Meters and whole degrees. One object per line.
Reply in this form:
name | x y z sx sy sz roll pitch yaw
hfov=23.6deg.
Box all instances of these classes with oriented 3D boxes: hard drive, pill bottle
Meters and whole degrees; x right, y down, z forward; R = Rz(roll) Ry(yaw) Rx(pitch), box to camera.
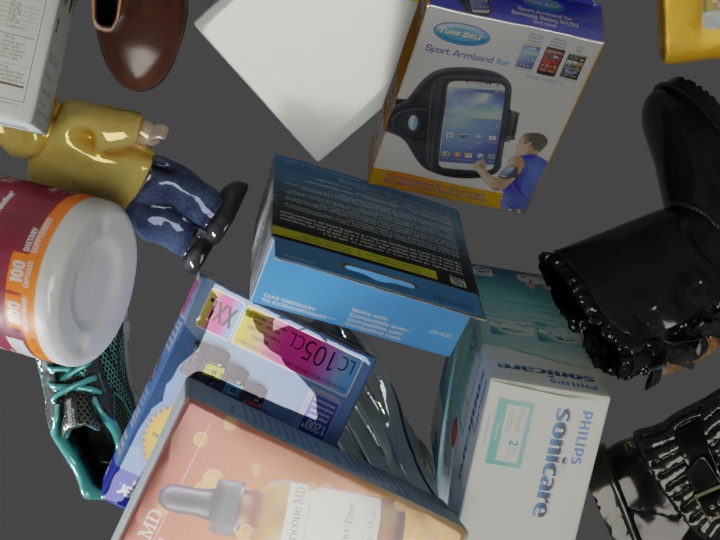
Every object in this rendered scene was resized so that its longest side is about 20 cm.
hard drive | 0.003 -0.187 1.178 0.200 0.026 0.132 -39 108 13
pill bottle | -0.262 -0.012 1.163 0.199 0.114 0.115 13 113 19

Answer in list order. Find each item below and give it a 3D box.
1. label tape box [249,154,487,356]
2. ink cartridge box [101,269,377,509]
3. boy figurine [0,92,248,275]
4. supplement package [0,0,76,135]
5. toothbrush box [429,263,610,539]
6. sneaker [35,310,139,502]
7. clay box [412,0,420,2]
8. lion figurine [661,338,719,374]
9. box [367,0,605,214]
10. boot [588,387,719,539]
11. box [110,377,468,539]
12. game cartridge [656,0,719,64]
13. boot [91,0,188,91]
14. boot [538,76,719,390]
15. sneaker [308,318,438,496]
label tape box | 0.000 0.000 1.160 0.143 0.200 0.064 16 111 -8
ink cartridge box | -0.092 0.120 1.201 0.136 0.076 0.201 25 91 -7
boy figurine | -0.183 -0.072 1.198 0.199 0.065 0.124 30 134 -10
supplement package | -0.248 -0.200 1.065 0.150 0.152 0.202 13 90 -7
toothbrush box | 0.106 0.103 1.207 0.085 0.200 0.147 8 113 -6
sneaker | -0.199 0.078 1.244 0.077 0.091 0.201 -16 111 4
clay box | 0.021 -0.240 1.118 0.199 0.048 0.116 14 112 -8
lion figurine | 0.282 0.002 1.242 0.199 0.073 0.123 -17 129 -1
box | 0.083 -0.122 1.150 0.118 0.042 0.200 10 143 -7
boot | 0.274 0.195 1.314 0.157 0.080 0.212 -23 111 7
box | -0.056 0.184 1.116 0.199 0.106 0.153 26 90 -6
game cartridge | 0.299 -0.236 1.166 0.198 0.032 0.178 -6 112 2
boot | -0.138 -0.181 1.081 0.068 0.200 0.189 14 111 -7
boot | 0.195 -0.027 1.152 0.162 0.199 0.074 -26 149 -9
sneaker | 0.007 0.125 1.285 0.073 0.071 0.201 -21 94 12
